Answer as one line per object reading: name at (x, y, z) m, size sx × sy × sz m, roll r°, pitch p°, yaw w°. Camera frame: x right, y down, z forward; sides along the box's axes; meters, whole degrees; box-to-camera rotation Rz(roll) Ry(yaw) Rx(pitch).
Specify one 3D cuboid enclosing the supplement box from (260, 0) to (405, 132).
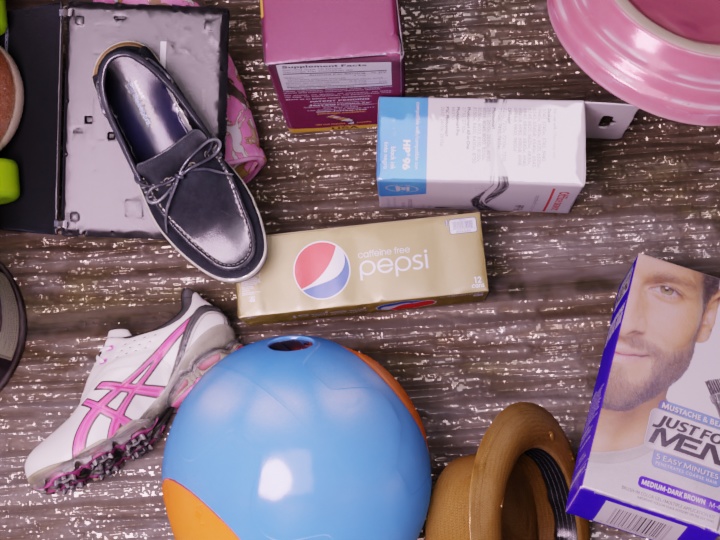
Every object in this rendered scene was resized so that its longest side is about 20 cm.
supplement box at (-0.019, -0.193, 1.106) m, size 0.101 × 0.200 × 0.133 m, roll -3°, pitch 81°, yaw 1°

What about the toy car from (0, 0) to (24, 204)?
toy car at (-0.372, -0.133, 1.096) m, size 0.156 × 0.199 × 0.167 m, roll -8°, pitch 85°, yaw 29°

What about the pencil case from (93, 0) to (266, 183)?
pencil case at (-0.148, -0.157, 1.167) m, size 0.082 × 0.086 × 0.202 m, roll -29°, pitch 78°, yaw 42°

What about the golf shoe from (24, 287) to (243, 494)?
golf shoe at (-0.185, 0.098, 1.140) m, size 0.199 × 0.073 × 0.092 m, roll -35°, pitch 76°, yaw -13°

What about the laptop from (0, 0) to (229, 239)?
laptop at (-0.201, -0.117, 1.143) m, size 0.197 × 0.103 × 0.180 m, roll 2°, pitch 94°, yaw -2°

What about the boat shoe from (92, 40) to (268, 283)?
boat shoe at (-0.136, -0.078, 1.065) m, size 0.074 × 0.062 × 0.202 m, roll -30°, pitch 95°, yaw -1°

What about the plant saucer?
plant saucer at (0.245, -0.200, 1.119) m, size 0.197 × 0.051 × 0.202 m, roll 10°, pitch 48°, yaw -12°

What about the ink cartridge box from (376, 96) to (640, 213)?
ink cartridge box at (0.112, -0.088, 1.127) m, size 0.197 × 0.116 × 0.069 m, roll 1°, pitch 83°, yaw 3°

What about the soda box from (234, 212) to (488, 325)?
soda box at (0.000, 0.000, 1.144) m, size 0.197 × 0.068 × 0.065 m, roll -5°, pitch 82°, yaw 1°

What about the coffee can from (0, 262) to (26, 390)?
coffee can at (-0.349, 0.033, 1.086) m, size 0.144 × 0.200 × 0.149 m, roll 0°, pitch 81°, yaw 3°

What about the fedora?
fedora at (0.104, 0.200, 1.079) m, size 0.081 × 0.200 × 0.204 m, roll -4°, pitch 80°, yaw 34°

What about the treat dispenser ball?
treat dispenser ball at (-0.047, 0.149, 1.057) m, size 0.197 × 0.201 × 0.204 m, roll 0°, pitch 82°, yaw 2°

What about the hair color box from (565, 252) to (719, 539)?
hair color box at (0.233, 0.099, 1.094) m, size 0.108 × 0.065 × 0.202 m, roll 17°, pitch 62°, yaw 4°
